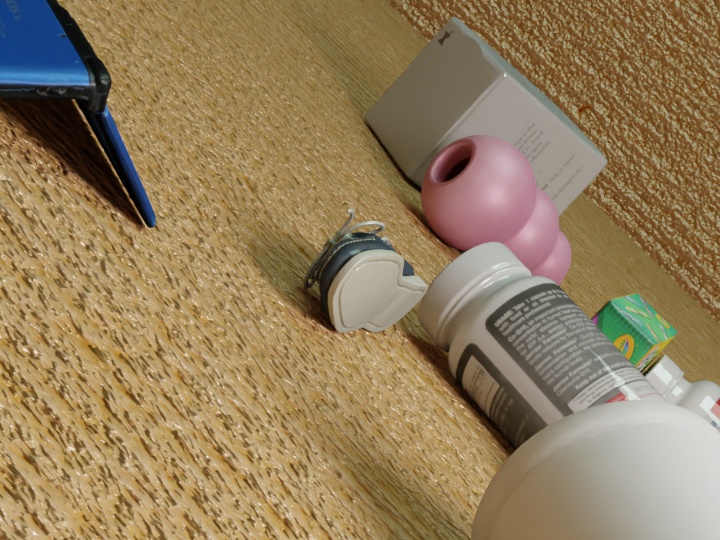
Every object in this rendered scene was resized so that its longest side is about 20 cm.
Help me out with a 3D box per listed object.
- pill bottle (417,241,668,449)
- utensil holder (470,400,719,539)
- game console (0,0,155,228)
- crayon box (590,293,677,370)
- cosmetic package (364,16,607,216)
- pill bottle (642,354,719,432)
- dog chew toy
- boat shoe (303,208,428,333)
[{"bbox_3d":[0.142,0.078,1.535,0.200,0.114,0.114,49,13,27],"label":"pill bottle"},{"bbox_3d":[0.170,0.195,1.061,0.169,0.170,0.200,36,14,-31],"label":"utensil holder"},{"bbox_3d":[-0.228,-0.123,1.244,0.169,0.119,0.200,-2,35,-28],"label":"game console"},{"bbox_3d":[0.221,0.085,1.772,0.058,0.119,0.200,44,11,10],"label":"crayon box"},{"bbox_3d":[0.146,-0.155,2.282,0.199,0.167,0.168,36,12,-34],"label":"cosmetic package"},{"bbox_3d":[0.326,0.178,1.806,0.200,0.112,0.112,44,11,5],"label":"pill bottle"},{"bbox_3d":[0.153,-0.051,2.065,0.200,0.124,0.125,46,8,-32],"label":"dog chew toy"},{"bbox_3d":[0.000,0.000,1.432,0.062,0.075,0.200,47,10,14],"label":"boat shoe"}]
